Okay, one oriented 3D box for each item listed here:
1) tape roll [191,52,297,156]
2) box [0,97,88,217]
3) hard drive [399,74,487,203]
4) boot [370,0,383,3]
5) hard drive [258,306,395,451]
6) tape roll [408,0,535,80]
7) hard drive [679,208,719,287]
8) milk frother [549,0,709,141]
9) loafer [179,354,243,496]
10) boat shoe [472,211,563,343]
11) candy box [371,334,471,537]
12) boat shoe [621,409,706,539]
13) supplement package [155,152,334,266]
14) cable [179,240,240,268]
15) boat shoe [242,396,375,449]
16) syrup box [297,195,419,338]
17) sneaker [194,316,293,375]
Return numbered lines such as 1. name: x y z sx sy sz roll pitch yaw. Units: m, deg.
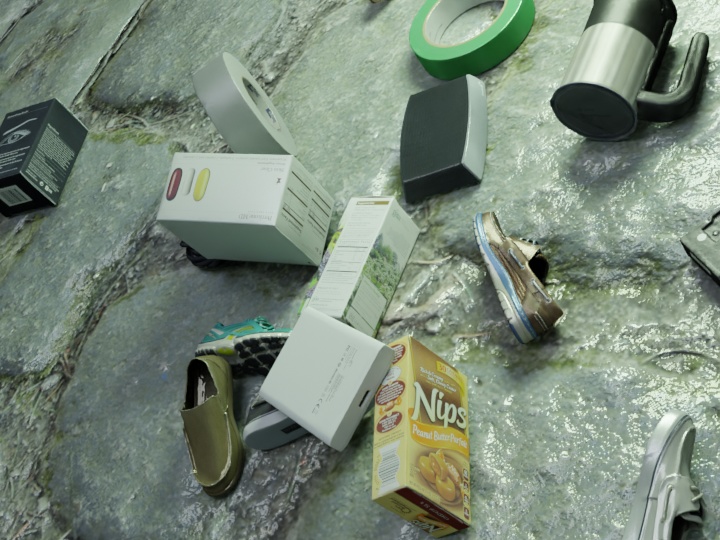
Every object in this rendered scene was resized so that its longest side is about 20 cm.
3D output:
1. tape roll: -0.184 -0.249 1.786 0.066 0.200 0.201 -34 42 10
2. box: -0.647 -0.222 2.187 0.147 0.104 0.201 -9 50 32
3. hard drive: 0.118 -0.199 1.632 0.134 0.042 0.201 -16 47 26
4. boot: 0.107 -0.544 1.920 0.146 0.070 0.201 3 58 36
5. hard drive: -0.045 0.127 1.355 0.132 0.026 0.200 -61 30 -4
6. tape roll: 0.174 -0.390 1.752 0.200 0.048 0.201 -20 45 22
7. hard drive: 0.476 -0.048 1.235 0.200 0.038 0.140 -38 41 5
8. milk frother: 0.344 -0.301 1.433 0.180 0.200 0.189 6 60 36
9. loafer: -0.208 0.204 1.495 0.076 0.067 0.201 -23 59 21
10. boat shoe: 0.199 -0.001 1.390 0.072 0.072 0.201 -25 53 10
11. candy box: 0.071 0.188 1.276 0.055 0.115 0.201 -27 42 32
12. boat shoe: 0.307 0.235 1.097 0.065 0.072 0.201 8 61 36
13. supplement package: -0.166 -0.088 1.626 0.199 0.156 0.111 3 70 25
14. cable: -0.222 -0.078 1.781 0.163 0.051 0.200 -31 43 9
15. boat shoe: -0.067 0.171 1.443 0.200 0.070 0.066 -27 44 27
16. syrup box: 0.000 0.000 1.524 0.081 0.079 0.201 1 56 38
17. sneaker: -0.148 0.096 1.562 0.199 0.078 0.080 -4 44 35
